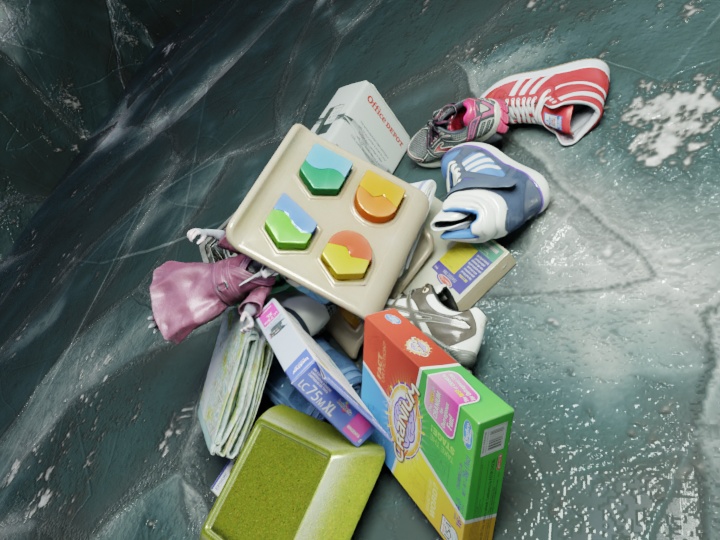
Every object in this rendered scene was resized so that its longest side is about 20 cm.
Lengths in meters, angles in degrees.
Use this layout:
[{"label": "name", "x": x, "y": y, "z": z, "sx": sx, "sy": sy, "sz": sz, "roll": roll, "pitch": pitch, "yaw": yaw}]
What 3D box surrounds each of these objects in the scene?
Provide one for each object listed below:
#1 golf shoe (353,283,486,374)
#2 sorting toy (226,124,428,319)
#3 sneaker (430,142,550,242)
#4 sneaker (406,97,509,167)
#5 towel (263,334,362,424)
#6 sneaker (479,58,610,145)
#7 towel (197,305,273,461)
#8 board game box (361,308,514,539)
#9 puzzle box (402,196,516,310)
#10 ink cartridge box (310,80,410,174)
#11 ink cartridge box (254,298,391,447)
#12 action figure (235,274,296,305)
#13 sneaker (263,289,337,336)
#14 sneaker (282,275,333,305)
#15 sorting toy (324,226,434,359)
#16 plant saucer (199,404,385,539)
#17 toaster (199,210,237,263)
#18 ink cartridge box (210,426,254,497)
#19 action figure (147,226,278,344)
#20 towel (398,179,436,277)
[{"label": "golf shoe", "x": 0.068, "y": 0.055, "z": 0.698, "sx": 0.198, "sy": 0.077, "sz": 0.096, "roll": 27, "pitch": 85, "yaw": 42}, {"label": "sorting toy", "x": -0.030, "y": -0.064, "z": 0.683, "sx": 0.187, "sy": 0.198, "sz": 0.037, "roll": -62, "pitch": 3, "yaw": -27}, {"label": "sneaker", "x": 0.133, "y": -0.103, "z": 0.767, "sx": 0.145, "sy": 0.082, "sz": 0.199, "roll": -25, "pitch": 36, "yaw": -24}, {"label": "sneaker", "x": 0.131, "y": -0.215, "z": 0.879, "sx": 0.199, "sy": 0.073, "sz": 0.083, "roll": -17, "pitch": 74, "yaw": 58}, {"label": "towel", "x": -0.079, "y": 0.144, "z": 0.803, "sx": 0.112, "sy": 0.049, "sz": 0.199, "roll": -50, "pitch": 37, "yaw": -9}, {"label": "sneaker", "x": 0.247, "y": -0.225, "z": 0.822, "sx": 0.197, "sy": 0.071, "sz": 0.114, "roll": -10, "pitch": 45, "yaw": 35}, {"label": "towel", "x": -0.177, "y": 0.148, "z": 0.813, "sx": 0.199, "sy": 0.047, "sz": 0.175, "roll": 19, "pitch": 91, "yaw": 67}, {"label": "board game box", "x": 0.064, "y": 0.152, "z": 0.583, "sx": 0.040, "sy": 0.156, "sz": 0.200, "roll": -9, "pitch": 26, "yaw": -26}, {"label": "puzzle box", "x": 0.104, "y": -0.015, "z": 0.797, "sx": 0.133, "sy": 0.025, "sz": 0.200, "roll": -43, "pitch": 37, "yaw": 2}, {"label": "ink cartridge box", "x": -0.018, "y": -0.192, "z": 0.983, "sx": 0.082, "sy": 0.147, "sz": 0.202, "roll": 8, "pitch": 59, "yaw": 48}, {"label": "ink cartridge box", "x": -0.048, "y": 0.116, "z": 0.646, "sx": 0.042, "sy": 0.120, "sz": 0.200, "roll": -43, "pitch": 29, "yaw": -6}, {"label": "action figure", "x": -0.131, "y": 0.003, "z": 0.816, "sx": 0.196, "sy": 0.055, "sz": 0.119, "roll": -21, "pitch": 35, "yaw": 3}, {"label": "sneaker", "x": -0.113, "y": 0.046, "z": 0.854, "sx": 0.080, "sy": 0.077, "sz": 0.198, "roll": -40, "pitch": 39, "yaw": -23}, {"label": "sneaker", "x": -0.020, "y": -0.039, "z": 0.764, "sx": 0.078, "sy": 0.090, "sz": 0.201, "roll": -7, "pitch": 42, "yaw": 54}, {"label": "sorting toy", "x": 0.000, "y": 0.000, "z": 0.839, "sx": 0.202, "sy": 0.036, "sz": 0.185, "roll": -56, "pitch": 35, "yaw": 5}, {"label": "plant saucer", "x": -0.092, "y": 0.256, "z": 0.645, "sx": 0.198, "sy": 0.048, "sz": 0.202, "roll": 7, "pitch": 63, "yaw": 45}, {"label": "toaster", "x": -0.171, "y": -0.032, "z": 1.000, "sx": 0.180, "sy": 0.119, "sz": 0.201, "roll": -42, "pitch": 37, "yaw": 5}, {"label": "ink cartridge box", "x": -0.101, "y": 0.276, "z": 0.708, "sx": 0.198, "sy": 0.039, "sz": 0.100, "roll": 19, "pitch": 70, "yaw": 49}, {"label": "action figure", "x": -0.162, "y": 0.022, "z": 0.722, "sx": 0.196, "sy": 0.149, "sz": 0.137, "roll": -19, "pitch": 81, "yaw": 13}, {"label": "towel", "x": 0.013, "y": -0.059, "z": 0.829, "sx": 0.198, "sy": 0.024, "sz": 0.149, "roll": 1, "pitch": 62, "yaw": 49}]
